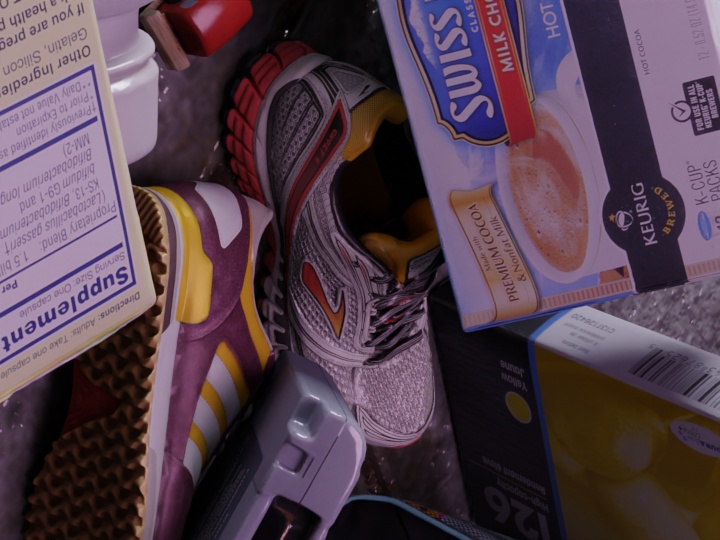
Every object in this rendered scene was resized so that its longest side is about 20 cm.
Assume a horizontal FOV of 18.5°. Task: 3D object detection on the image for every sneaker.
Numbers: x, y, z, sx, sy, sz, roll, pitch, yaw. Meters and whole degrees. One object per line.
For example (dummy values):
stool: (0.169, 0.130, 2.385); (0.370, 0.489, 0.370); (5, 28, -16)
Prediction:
sneaker: (0.000, 0.000, 0.966); (0.078, 0.082, 0.201); (-41, 132, -31)
sneaker: (-0.077, 0.064, 0.909); (0.090, 0.075, 0.201); (-2, 107, -48)

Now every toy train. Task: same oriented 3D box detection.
toy train: (-0.065, -0.105, 0.880); (0.200, 0.046, 0.034); (-49, 135, -25)

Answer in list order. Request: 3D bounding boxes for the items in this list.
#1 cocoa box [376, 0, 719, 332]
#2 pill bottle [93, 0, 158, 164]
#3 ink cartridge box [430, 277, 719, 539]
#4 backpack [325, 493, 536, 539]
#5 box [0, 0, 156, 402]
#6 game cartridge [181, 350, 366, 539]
cocoa box: (0.085, -0.095, 0.917); (0.133, 0.130, 0.201); (-52, 128, -74)
pill bottle: (-0.116, -0.139, 0.755); (0.114, 0.114, 0.201); (-20, 118, -43)
ink cartridge box: (0.128, 0.112, 1.064); (0.047, 0.197, 0.201); (-33, 126, -32)
backpack: (0.065, 0.212, 1.030); (0.153, 0.199, 0.177); (30, 79, -66)
box: (-0.168, -0.076, 0.671); (0.096, 0.175, 0.201); (-32, 126, -37)
game cartridge: (-0.062, 0.133, 0.908); (0.041, 0.133, 0.201); (29, 94, -6)
